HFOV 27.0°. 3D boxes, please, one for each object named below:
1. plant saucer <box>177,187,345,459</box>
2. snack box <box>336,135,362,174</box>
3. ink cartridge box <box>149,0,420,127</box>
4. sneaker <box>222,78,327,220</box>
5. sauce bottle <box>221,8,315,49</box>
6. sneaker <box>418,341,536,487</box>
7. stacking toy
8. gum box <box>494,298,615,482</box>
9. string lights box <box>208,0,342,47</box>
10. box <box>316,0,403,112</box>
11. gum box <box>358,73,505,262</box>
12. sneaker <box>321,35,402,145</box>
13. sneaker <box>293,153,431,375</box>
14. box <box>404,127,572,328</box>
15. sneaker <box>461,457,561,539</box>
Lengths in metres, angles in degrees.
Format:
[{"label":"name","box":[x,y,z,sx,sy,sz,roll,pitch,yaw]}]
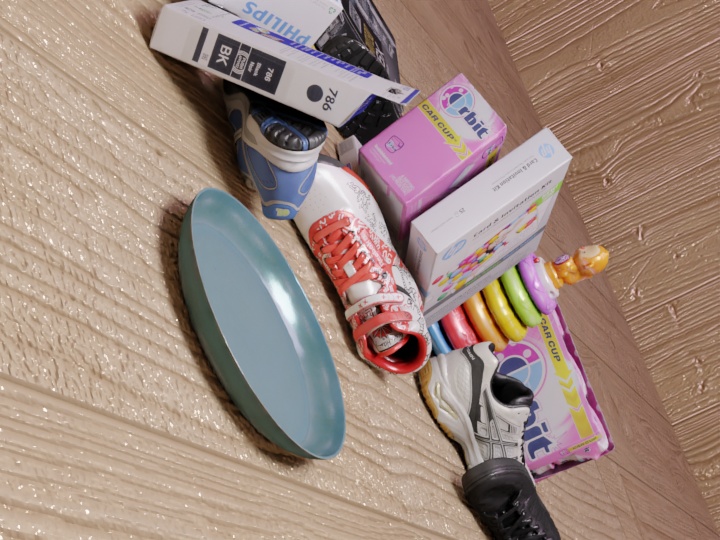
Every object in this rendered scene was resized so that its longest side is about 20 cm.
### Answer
[{"label":"plant saucer","box":[-0.070,0.040,1.017,0.201,0.027,0.201,57,15,-24]},{"label":"snack box","box":[0.036,-0.050,1.556,0.200,0.024,0.072,51,18,-41]},{"label":"ink cartridge box","box":[-0.055,-0.154,1.151,0.198,0.040,0.099,22,15,5]},{"label":"sneaker","box":[-0.076,-0.107,1.198,0.200,0.075,0.078,-108,-153,-64]},{"label":"sauce bottle","box":[-0.088,-0.227,1.337,0.202,0.066,0.066,65,14,16]},{"label":"sneaker","box":[0.135,0.152,1.428,0.201,0.087,0.076,56,14,-33]},{"label":"stacking toy","box":[0.158,0.023,1.505,0.111,0.198,0.116,60,15,-12]},{"label":"gum box","box":[0.179,0.123,1.582,0.066,0.113,0.202,40,28,-57]},{"label":"string lights box","box":[-0.086,-0.283,1.280,0.102,0.059,0.201,25,33,-34]},{"label":"box","box":[-0.011,-0.278,1.731,0.158,0.049,0.201,56,16,-28]},{"label":"gum box","box":[0.060,-0.083,1.358,0.066,0.113,0.200,50,-11,12]},{"label":"sneaker","box":[0.003,-0.173,1.599,0.201,0.075,0.088,58,0,-36]},{"label":"sneaker","box":[0.001,0.000,1.256,0.202,0.067,0.108,57,13,-36]},{"label":"box","box":[0.108,-0.031,1.366,0.041,0.155,0.200,50,-17,17]},{"label":"sneaker","box":[0.158,0.252,1.391,0.200,0.060,0.105,50,15,-54]}]
